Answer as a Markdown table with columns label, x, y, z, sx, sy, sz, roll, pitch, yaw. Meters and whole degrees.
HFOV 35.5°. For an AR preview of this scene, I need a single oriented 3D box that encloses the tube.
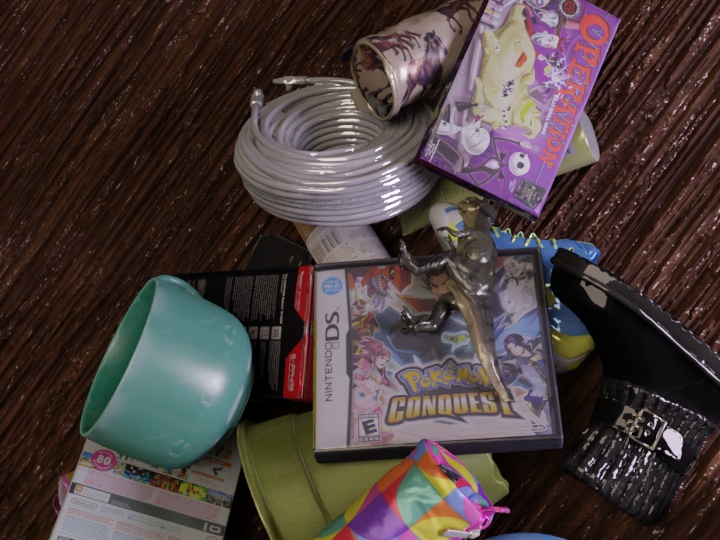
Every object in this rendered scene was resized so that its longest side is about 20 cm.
| label | x | y | z | sx | sy | sz | roll | pitch | yaw |
| --- | --- | --- | --- | --- | --- | --- | --- | --- | --- |
| tube | 0.125 | -0.097 | 1.070 | 0.200 | 0.058 | 0.052 | -18 | 110 | 22 |

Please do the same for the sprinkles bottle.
| label | x | y | z | sx | sy | sz | roll | pitch | yaw |
| --- | --- | --- | --- | --- | --- | --- | --- | --- | --- |
| sprinkles bottle | 0.000 | 0.000 | 1.087 | 0.068 | 0.068 | 0.200 | -37 | 66 | 12 |

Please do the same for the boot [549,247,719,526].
| label | x | y | z | sx | sy | sz | roll | pitch | yaw |
| --- | --- | --- | --- | --- | --- | --- | --- | --- | --- |
| boot | 0.206 | 0.097 | 0.937 | 0.211 | 0.079 | 0.158 | 40 | 95 | 2 |

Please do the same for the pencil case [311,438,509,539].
| label | x | y | z | sx | sy | sz | roll | pitch | yaw |
| --- | --- | --- | --- | --- | --- | --- | --- | --- | --- |
| pencil case | 0.012 | 0.215 | 0.851 | 0.200 | 0.088 | 0.088 | -43 | 65 | 6 |

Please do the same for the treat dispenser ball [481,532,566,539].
| label | x | y | z | sx | sy | sz | roll | pitch | yaw |
| --- | --- | --- | --- | --- | --- | --- | --- | --- | --- |
| treat dispenser ball | 0.126 | 0.301 | 0.849 | 0.200 | 0.201 | 0.201 | -6 | 76 | 23 |

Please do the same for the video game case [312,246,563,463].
| label | x | y | z | sx | sy | sz | roll | pitch | yaw |
| --- | --- | --- | --- | --- | --- | --- | --- | --- | --- |
| video game case | 0.059 | 0.067 | 0.941 | 0.200 | 0.026 | 0.181 | -5 | 57 | 6 |

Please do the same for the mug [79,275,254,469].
| label | x | y | z | sx | sy | sz | roll | pitch | yaw |
| --- | --- | --- | --- | --- | --- | --- | --- | --- | --- |
| mug | -0.160 | 0.085 | 1.008 | 0.152 | 0.114 | 0.185 | -30 | 37 | 60 |

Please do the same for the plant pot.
| label | x | y | z | sx | sy | sz | roll | pitch | yaw |
| --- | --- | --- | --- | --- | --- | --- | --- | --- | --- |
| plant pot | 0.022 | 0.181 | 0.987 | 0.190 | 0.200 | 0.200 | -26 | 68 | 3 |

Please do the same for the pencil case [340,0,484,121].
| label | x | y | z | sx | sy | sz | roll | pitch | yaw |
| --- | --- | --- | --- | --- | --- | --- | --- | --- | --- |
| pencil case | 0.080 | -0.212 | 1.046 | 0.200 | 0.089 | 0.078 | -31 | 106 | -24 |

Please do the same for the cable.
| label | x | y | z | sx | sy | sz | roll | pitch | yaw |
| --- | --- | --- | --- | --- | --- | --- | --- | --- | --- |
| cable | -0.020 | -0.113 | 1.066 | 0.199 | 0.069 | 0.200 | 2 | 37 | 12 |

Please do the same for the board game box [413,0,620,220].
| label | x | y | z | sx | sy | sz | roll | pitch | yaw |
| --- | --- | --- | --- | --- | --- | --- | --- | --- | --- |
| board game box | 0.139 | -0.160 | 0.996 | 0.120 | 0.032 | 0.200 | 25 | 80 | -13 |

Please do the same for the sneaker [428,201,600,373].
| label | x | y | z | sx | sy | sz | roll | pitch | yaw |
| --- | --- | --- | --- | --- | --- | --- | --- | --- | --- |
| sneaker | 0.154 | -0.006 | 1.027 | 0.105 | 0.076 | 0.200 | -39 | 73 | -2 |

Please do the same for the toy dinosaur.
| label | x | y | z | sx | sy | sz | roll | pitch | yaw |
| --- | --- | --- | --- | --- | --- | --- | --- | --- | --- |
| toy dinosaur | 0.076 | 0.014 | 0.933 | 0.088 | 0.047 | 0.200 | -1 | 61 | -1 |

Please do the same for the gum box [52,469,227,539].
| label | x | y | z | sx | sy | sz | roll | pitch | yaw |
| --- | --- | --- | --- | --- | --- | --- | --- | --- | --- |
| gum box | -0.202 | 0.262 | 1.083 | 0.200 | 0.113 | 0.066 | 53 | 142 | 25 |

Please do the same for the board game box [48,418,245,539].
| label | x | y | z | sx | sy | sz | roll | pitch | yaw |
| --- | --- | --- | --- | --- | --- | --- | --- | --- | --- |
| board game box | -0.195 | 0.212 | 1.039 | 0.147 | 0.064 | 0.200 | 19 | 47 | -8 |

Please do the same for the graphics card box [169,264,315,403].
| label | x | y | z | sx | sy | sz | roll | pitch | yaw |
| --- | --- | --- | --- | --- | --- | --- | --- | --- | --- |
| graphics card box | -0.111 | 0.063 | 1.090 | 0.200 | 0.051 | 0.126 | -4 | 77 | 38 |

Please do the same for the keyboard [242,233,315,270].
| label | x | y | z | sx | sy | sz | roll | pitch | yaw |
| --- | --- | --- | --- | --- | --- | --- | --- | --- | --- |
| keyboard | -0.095 | 0.068 | 1.141 | 0.127 | 0.021 | 0.200 | 27 | 91 | 33 |
